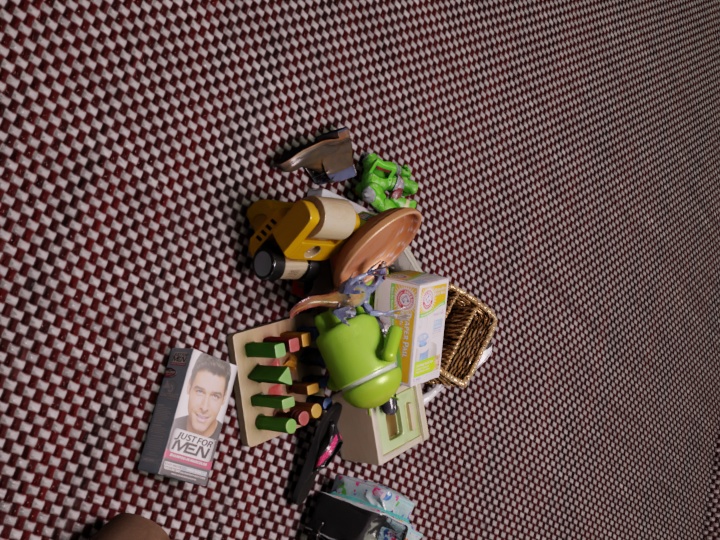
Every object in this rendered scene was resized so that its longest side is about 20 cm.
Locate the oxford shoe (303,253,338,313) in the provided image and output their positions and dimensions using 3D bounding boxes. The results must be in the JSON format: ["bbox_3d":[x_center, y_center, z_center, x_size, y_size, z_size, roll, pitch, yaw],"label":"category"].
[{"bbox_3d":[-0.071,0.049,1.707,0.072,0.071,0.201,-14,112,-18],"label":"oxford shoe"}]

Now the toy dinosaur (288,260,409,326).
[{"bbox_3d":[-0.011,0.027,1.590,0.182,0.199,0.106,-69,164,-80],"label":"toy dinosaur"}]

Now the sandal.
[{"bbox_3d":[-0.067,0.338,1.679,0.201,0.045,0.075,-69,159,-2],"label":"sandal"}]

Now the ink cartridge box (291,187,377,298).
[{"bbox_3d":[-0.046,-0.037,1.753,0.162,0.057,0.201,22,69,-45],"label":"ink cartridge box"}]

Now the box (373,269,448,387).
[{"bbox_3d":[0.093,0.108,1.774,0.112,0.101,0.201,-9,107,-54],"label":"box"}]

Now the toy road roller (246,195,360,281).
[{"bbox_3d":[-0.114,-0.079,1.583,0.123,0.200,0.146,2,51,-49],"label":"toy road roller"}]

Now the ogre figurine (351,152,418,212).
[{"bbox_3d":[0.054,-0.165,1.818,0.120,0.098,0.201,30,54,-23],"label":"ogre figurine"}]

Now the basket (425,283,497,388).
[{"bbox_3d":[0.170,0.125,1.910,0.143,0.149,0.200,55,53,-31],"label":"basket"}]

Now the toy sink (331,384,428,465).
[{"bbox_3d":[0.057,0.281,1.807,0.200,0.112,0.131,-17,102,-47],"label":"toy sink"}]

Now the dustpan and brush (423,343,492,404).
[{"bbox_3d":[0.186,0.224,1.971,0.199,0.139,0.057,-30,101,-17],"label":"dustpan and brush"}]

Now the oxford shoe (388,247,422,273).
[{"bbox_3d":[0.077,-0.024,1.877,0.058,0.075,0.200,-32,114,-2],"label":"oxford shoe"}]

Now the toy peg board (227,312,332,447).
[{"bbox_3d":[-0.118,0.191,1.629,0.199,0.098,0.201,-14,99,-47],"label":"toy peg board"}]

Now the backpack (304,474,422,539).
[{"bbox_3d":[0.019,0.475,1.715,0.200,0.177,0.151,45,63,-42],"label":"backpack"}]

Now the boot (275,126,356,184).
[{"bbox_3d":[-0.072,-0.194,1.708,0.200,0.074,0.097,-34,111,-45],"label":"boot"}]

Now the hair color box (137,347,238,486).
[{"bbox_3d":[-0.276,0.234,1.481,0.099,0.060,0.201,29,67,-43],"label":"hair color box"}]

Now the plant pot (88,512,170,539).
[{"bbox_3d":[-0.358,0.458,1.319,0.187,0.186,0.200,56,37,-31],"label":"plant pot"}]

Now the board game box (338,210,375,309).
[{"bbox_3d":[0.000,0.000,1.757,0.101,0.048,0.201,-32,126,-32],"label":"board game box"}]

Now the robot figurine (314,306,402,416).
[{"bbox_3d":[-0.003,0.154,1.622,0.115,0.175,0.201,-17,77,-50],"label":"robot figurine"}]

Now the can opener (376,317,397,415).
[{"bbox_3d":[0.035,0.171,1.713,0.063,0.078,0.201,2,70,-70],"label":"can opener"}]

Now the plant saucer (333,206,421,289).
[{"bbox_3d":[0.025,-0.042,1.635,0.037,0.200,0.200,47,42,16],"label":"plant saucer"}]
